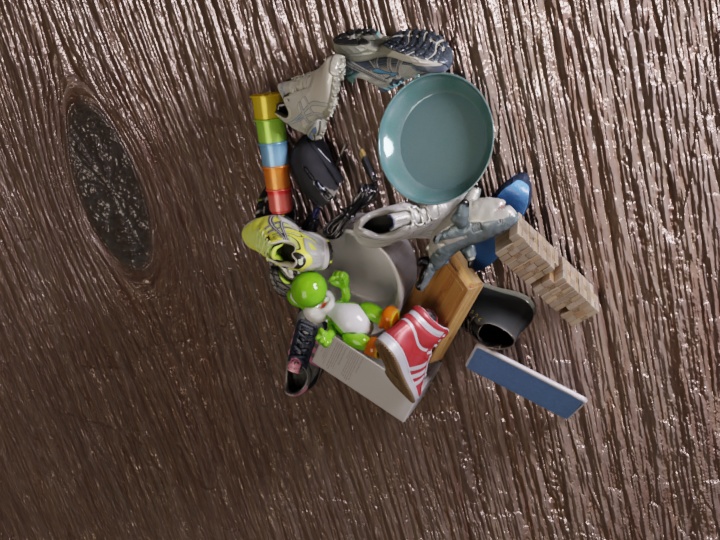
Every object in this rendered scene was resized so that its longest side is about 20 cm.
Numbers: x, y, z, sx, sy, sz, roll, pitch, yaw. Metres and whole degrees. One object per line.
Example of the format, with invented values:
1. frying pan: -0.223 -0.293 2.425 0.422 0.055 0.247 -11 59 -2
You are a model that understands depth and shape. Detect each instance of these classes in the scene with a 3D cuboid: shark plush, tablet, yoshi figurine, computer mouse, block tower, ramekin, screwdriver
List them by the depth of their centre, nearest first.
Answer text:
1. shark plush: 0.146 -0.037 1.551 0.083 0.091 0.200 42 106 0
2. block tower: 0.284 0.001 1.578 0.058 0.054 0.200 -33 118 30
3. computer mouse: -0.050 -0.164 1.667 0.140 0.046 0.201 -40 59 31
4. yoshi figurine: -0.041 0.062 1.682 0.199 0.112 0.113 25 122 21
5. tablet: 0.272 0.184 1.705 0.199 0.014 0.130 28 160 7
6. screwdriver: -0.067 -0.127 1.736 0.029 0.028 0.202 21 107 6
7. ramekin: 0.000 0.000 1.753 0.199 0.098 0.202 13 121 22

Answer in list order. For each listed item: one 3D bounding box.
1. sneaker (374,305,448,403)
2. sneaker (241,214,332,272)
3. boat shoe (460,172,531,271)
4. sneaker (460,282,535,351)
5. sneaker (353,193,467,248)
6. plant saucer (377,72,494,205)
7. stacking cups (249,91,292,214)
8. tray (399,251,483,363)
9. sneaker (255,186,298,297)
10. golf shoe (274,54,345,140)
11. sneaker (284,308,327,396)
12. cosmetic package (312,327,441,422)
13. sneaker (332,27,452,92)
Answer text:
1. sneaker: 0.092 0.133 1.669 0.071 0.112 0.201 38 163 30
2. sneaker: -0.136 -0.048 1.704 0.199 0.076 0.076 15 108 43
3. boat shoe: 0.214 -0.071 1.614 0.084 0.069 0.200 39 130 -6
4. sneaker: 0.177 0.069 1.685 0.198 0.106 0.075 6 119 26
5. sneaker: 0.084 -0.078 1.606 0.198 0.087 0.075 -17 87 5
6. plant saucer: 0.120 -0.200 1.575 0.198 0.036 0.202 0 89 31
7. stacking cups: -0.148 -0.196 1.724 0.060 0.060 0.202 3 105 28
8. tray: 0.126 0.052 1.669 0.099 0.037 0.201 57 146 28
9. sneaker: -0.137 -0.056 1.815 0.073 0.081 0.202 -6 95 7
10. golf shoe: -0.083 -0.275 1.606 0.096 0.079 0.200 19 152 -8
11. sneaker: -0.102 0.148 1.902 0.070 0.082 0.202 19 124 20
12. cosmetic package: 0.029 0.163 1.821 0.199 0.108 0.085 31 126 9
13. sneaker: 0.055 -0.318 1.572 0.199 0.078 0.087 14 135 31
